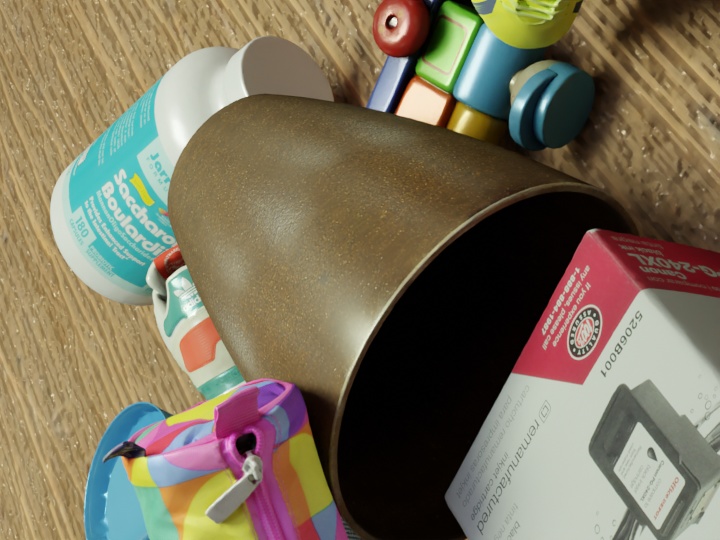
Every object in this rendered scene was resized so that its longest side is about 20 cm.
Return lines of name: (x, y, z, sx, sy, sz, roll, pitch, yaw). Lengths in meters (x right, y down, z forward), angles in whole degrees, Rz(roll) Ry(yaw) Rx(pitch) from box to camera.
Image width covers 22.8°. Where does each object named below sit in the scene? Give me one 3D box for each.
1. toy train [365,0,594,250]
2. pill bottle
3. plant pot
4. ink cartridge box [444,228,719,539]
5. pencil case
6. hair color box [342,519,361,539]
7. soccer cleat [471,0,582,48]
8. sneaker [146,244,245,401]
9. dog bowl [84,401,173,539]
toy train: (0.040, -0.041, 0.945, 0.116, 0.084, 0.201, 35, 108, 39)
pill bottle: (-0.101, -0.065, 1.111, 0.200, 0.110, 0.112, -36, 51, 43)
plant pot: (0.000, 0.000, 0.853, 0.200, 0.186, 0.188, 37, 109, 40)
ink cartridge box: (0.132, 0.101, 0.687, 0.146, 0.083, 0.200, -64, 34, 23)
pencil case: (-0.034, 0.143, 0.742, 0.088, 0.088, 0.201, -9, 104, 52)
hair color box: (-0.034, 0.176, 0.982, 0.100, 0.060, 0.201, -49, 44, 33)
soccer cleat: (0.087, -0.147, 0.802, 0.200, 0.064, 0.084, 100, 160, -64)
sneaker: (-0.075, 0.023, 1.004, 0.070, 0.094, 0.200, -30, 5, 0)
dog bowl: (-0.118, 0.180, 1.105, 0.111, 0.049, 0.201, -43, 47, 38)
